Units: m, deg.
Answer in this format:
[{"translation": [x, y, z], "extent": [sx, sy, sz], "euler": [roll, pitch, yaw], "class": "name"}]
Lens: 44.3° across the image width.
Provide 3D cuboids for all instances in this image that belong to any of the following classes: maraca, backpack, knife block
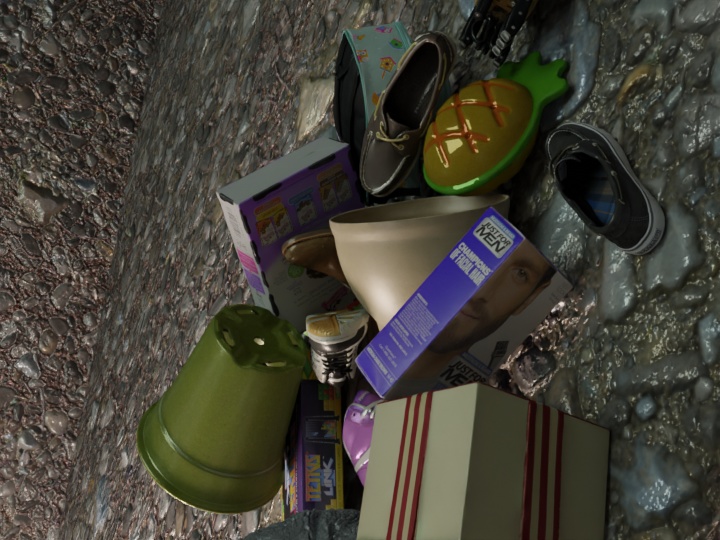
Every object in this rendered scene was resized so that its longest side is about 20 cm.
[{"translation": [0.148, -0.165, 0.987], "extent": [0.200, 0.107, 0.137], "euler": [-48, 40, -3], "class": "maraca"}, {"translation": [0.038, -0.211, 1.132], "extent": [0.178, 0.150, 0.203], "euler": [-104, 1, -51], "class": "backpack"}, {"translation": [0.179, -0.334, 0.991], "extent": [0.203, 0.063, 0.176], "euler": [-62, 3, 20], "class": "knife block"}]

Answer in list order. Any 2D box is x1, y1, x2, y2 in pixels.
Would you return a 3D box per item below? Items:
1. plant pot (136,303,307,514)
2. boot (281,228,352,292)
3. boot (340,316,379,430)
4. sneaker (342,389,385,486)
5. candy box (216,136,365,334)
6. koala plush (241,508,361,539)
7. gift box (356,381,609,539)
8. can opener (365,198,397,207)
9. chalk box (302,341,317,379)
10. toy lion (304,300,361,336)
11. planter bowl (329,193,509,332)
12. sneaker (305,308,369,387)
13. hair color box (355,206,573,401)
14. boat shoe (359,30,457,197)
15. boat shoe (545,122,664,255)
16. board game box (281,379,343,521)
[{"translation": [-0.152, 0.151, 1.078], "extent": [0.193, 0.196, 0.202], "euler": [-64, 26, 27], "class": "plant pot"}, {"translation": [0.000, 0.000, 1.069], "extent": [0.074, 0.195, 0.077], "euler": [135, 139, -58], "class": "boot"}, {"translation": [0.007, 0.118, 1.135], "extent": [0.146, 0.069, 0.204], "euler": [132, 150, -52], "class": "boot"}, {"translation": [0.039, 0.160, 0.990], "extent": [0.115, 0.072, 0.202], "euler": [52, 124, 29], "class": "sneaker"}, {"translation": [-0.071, -0.039, 1.124], "extent": [0.071, 0.166, 0.204], "euler": [27, 140, 51], "class": "candy box"}, {"translation": [-0.004, 0.348, 0.889], "extent": [0.182, 0.200, 0.179], "euler": [-30, 40, 13], "class": "koala plush"}, {"translation": [0.103, 0.211, 0.752], "extent": [0.199, 0.181, 0.191], "euler": [-28, 47, 60], "class": "gift box"}, {"translation": [0.021, -0.112, 1.283], "extent": [0.066, 0.054, 0.203], "euler": [-25, 43, 14], "class": "can opener"}, {"translation": [-0.145, 0.166, 1.341], "extent": [0.126, 0.123, 0.201], "euler": [-63, 28, 18], "class": "chalk box"}, {"translation": [-0.080, -0.009, 1.249], "extent": [0.069, 0.198, 0.194], "euler": [-41, 22, 47], "class": "toy lion"}, {"translation": [0.071, -0.002, 0.968], "extent": [0.199, 0.196, 0.138], "euler": [13, 113, 64], "class": "planter bowl"}, {"translation": [-0.024, 0.092, 1.033], "extent": [0.200, 0.074, 0.090], "euler": [141, 122, -86], "class": "sneaker"}, {"translation": [0.101, 0.051, 0.862], "extent": [0.201, 0.109, 0.065], "euler": [-50, 44, 6], "class": "hair color box"}, {"translation": [0.047, -0.174, 1.006], "extent": [0.203, 0.071, 0.059], "euler": [-63, -8, 20], "class": "boat shoe"}, {"translation": [0.214, -0.088, 0.842], "extent": [0.071, 0.065, 0.202], "euler": [-56, 30, 29], "class": "boat shoe"}, {"translation": [-0.065, 0.260, 1.129], "extent": [0.166, 0.055, 0.205], "euler": [118, 152, -63], "class": "board game box"}]
